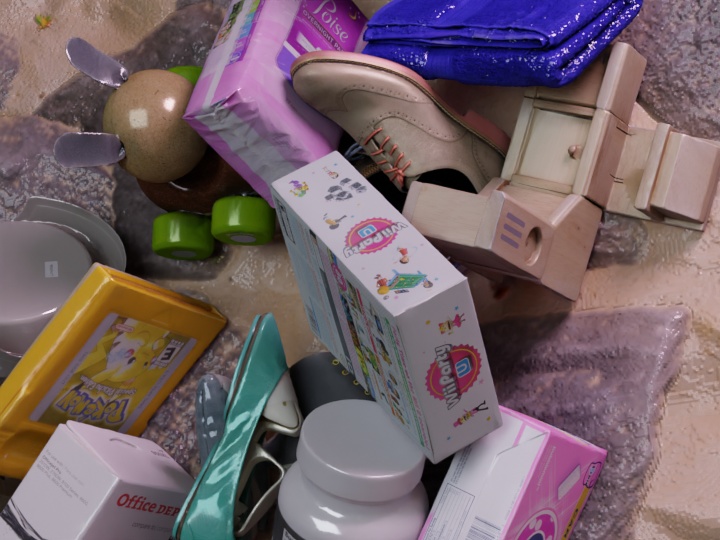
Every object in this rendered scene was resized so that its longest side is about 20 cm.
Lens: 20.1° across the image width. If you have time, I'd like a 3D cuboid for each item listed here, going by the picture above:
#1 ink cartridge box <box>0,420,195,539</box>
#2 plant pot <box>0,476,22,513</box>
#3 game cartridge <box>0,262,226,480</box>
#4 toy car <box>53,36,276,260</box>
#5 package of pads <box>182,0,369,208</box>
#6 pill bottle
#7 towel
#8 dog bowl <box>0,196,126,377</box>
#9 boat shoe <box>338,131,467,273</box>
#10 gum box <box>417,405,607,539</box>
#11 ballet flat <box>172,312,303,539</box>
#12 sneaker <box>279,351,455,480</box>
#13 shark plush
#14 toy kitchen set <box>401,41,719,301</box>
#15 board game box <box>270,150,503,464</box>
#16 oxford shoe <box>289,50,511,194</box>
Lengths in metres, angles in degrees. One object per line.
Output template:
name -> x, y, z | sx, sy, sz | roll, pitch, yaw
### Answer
ink cartridge box -> -0.238, 0.237, 1.691 | 0.084, 0.144, 0.200 | 37, 97, 29
plant pot -> -0.396, 0.182, 1.773 | 0.177, 0.200, 0.200 | -32, 64, 11
game cartridge -> -0.222, 0.096, 1.699 | 0.032, 0.176, 0.200 | 42, 100, 30
toy car -> -0.175, -0.114, 1.697 | 0.157, 0.200, 0.165 | -13, 70, 44
package of pads -> -0.062, -0.159, 1.657 | 0.075, 0.121, 0.200 | -20, 37, 35
pill bottle -> -0.010, 0.205, 1.540 | 0.116, 0.116, 0.201 | 31, 128, 31
towel -> 0.109, -0.202, 1.603 | 0.199, 0.050, 0.148 | 9, 43, 39
dog bowl -> -0.303, 0.016, 1.770 | 0.200, 0.200, 0.059 | 32, 137, 31
boat shoe -> 0.016, -0.075, 1.667 | 0.200, 0.072, 0.072 | 39, 98, 30
gum box -> 0.099, 0.207, 1.527 | 0.066, 0.113, 0.201 | 24, 90, 32
ballet flat -> -0.084, 0.136, 1.621 | 0.070, 0.067, 0.201 | 19, 82, 9
sneaker -> 0.019, 0.110, 1.619 | 0.199, 0.075, 0.107 | -10, 73, 28
shark plush -> -0.124, 0.189, 1.675 | 0.091, 0.083, 0.201 | 14, 85, 31
toy kitchen set -> 0.163, -0.088, 1.527 | 0.163, 0.180, 0.201 | 13, 84, 30
board game box -> 0.017, 0.025, 1.493 | 0.064, 0.148, 0.200 | -27, 40, -14
oxford shoe -> 0.032, -0.107, 1.595 | 0.070, 0.199, 0.075 | -45, 25, 54
